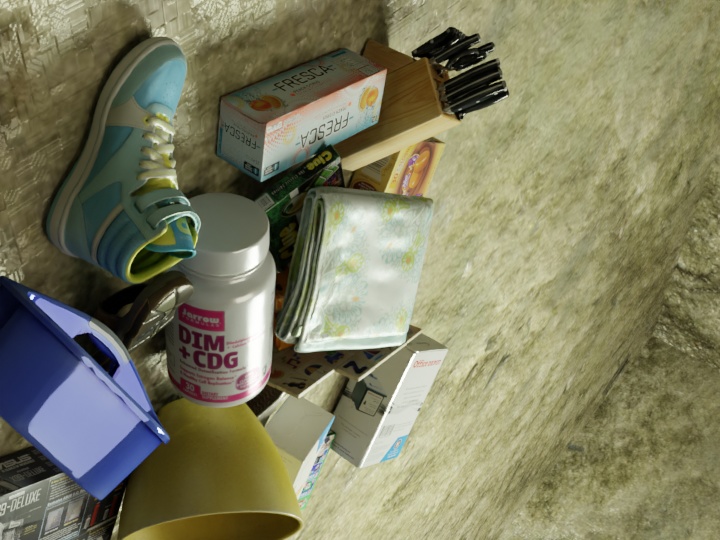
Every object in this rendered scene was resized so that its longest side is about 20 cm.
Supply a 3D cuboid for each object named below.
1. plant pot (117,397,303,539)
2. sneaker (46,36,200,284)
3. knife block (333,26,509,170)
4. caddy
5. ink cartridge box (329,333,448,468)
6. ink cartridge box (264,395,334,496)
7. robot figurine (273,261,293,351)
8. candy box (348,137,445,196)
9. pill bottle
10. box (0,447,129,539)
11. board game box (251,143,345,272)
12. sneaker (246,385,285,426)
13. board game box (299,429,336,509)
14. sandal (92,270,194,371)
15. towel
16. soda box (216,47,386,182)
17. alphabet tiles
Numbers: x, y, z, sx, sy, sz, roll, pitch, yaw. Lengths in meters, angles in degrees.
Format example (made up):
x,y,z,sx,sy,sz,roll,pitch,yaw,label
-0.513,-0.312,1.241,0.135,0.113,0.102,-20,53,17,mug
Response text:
x,y,z,sx,sy,sz,roll,pitch,yaw,label
-0.168,0.221,1.084,0.200,0.197,0.144,60,18,-61,plant pot
-0.166,-0.082,0.817,0.079,0.130,0.202,12,106,-62,sneaker
0.070,-0.178,1.110,0.064,0.174,0.202,3,114,-61,knife block
-0.240,0.091,0.815,0.105,0.141,0.201,-47,126,-16,caddy
0.041,0.194,1.547,0.146,0.085,0.203,5,110,-63,ink cartridge box
-0.110,0.270,1.249,0.202,0.067,0.116,-68,171,27,ink cartridge box
-0.026,0.007,1.165,0.198,0.058,0.146,-29,147,-27,robot figurine
0.028,-0.082,1.270,0.116,0.056,0.203,-6,121,-59,candy box
-0.142,0.031,1.000,0.113,0.112,0.202,-37,145,-40,pill bottle
-0.320,0.249,0.968,0.199,0.049,0.160,-14,128,-58,box
-0.060,-0.059,1.093,0.104,0.024,0.200,-35,162,-8,board game box
-0.143,0.167,1.216,0.202,0.072,0.085,-58,178,-9,sneaker
-0.118,0.303,1.429,0.199,0.029,0.136,-2,119,-61,board game box
-0.210,0.040,0.893,0.082,0.055,0.200,-40,179,-33,sandal
0.000,0.000,1.079,0.198,0.048,0.174,0,109,-49,towel
-0.057,-0.164,1.017,0.199,0.063,0.069,-33,144,-44,soda box
-0.048,0.087,1.173,0.199,0.165,0.008,-32,132,-45,alphabet tiles
